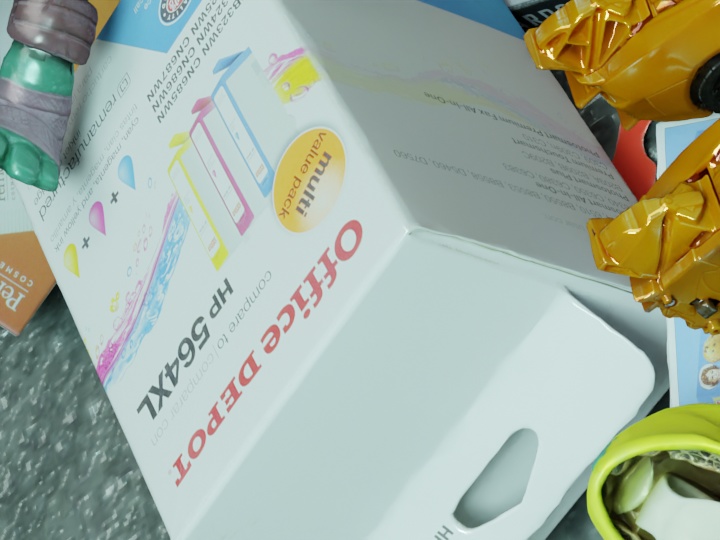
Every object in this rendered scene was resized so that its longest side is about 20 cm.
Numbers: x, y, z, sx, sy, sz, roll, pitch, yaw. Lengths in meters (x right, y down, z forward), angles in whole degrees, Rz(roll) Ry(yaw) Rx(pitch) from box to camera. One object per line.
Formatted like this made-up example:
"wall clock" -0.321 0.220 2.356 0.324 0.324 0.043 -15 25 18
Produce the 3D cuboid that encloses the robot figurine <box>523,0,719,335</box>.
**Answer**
"robot figurine" 0.134 -0.079 0.686 0.200 0.058 0.146 -42 47 31

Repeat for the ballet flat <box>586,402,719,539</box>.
"ballet flat" 0.136 0.097 0.666 0.199 0.067 0.067 33 99 26

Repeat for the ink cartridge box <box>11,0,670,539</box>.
"ink cartridge box" 0.000 0.000 0.826 0.129 0.125 0.200 -54 41 24

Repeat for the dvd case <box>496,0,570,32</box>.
"dvd case" 0.051 -0.169 0.963 0.150 0.025 0.201 -14 58 41

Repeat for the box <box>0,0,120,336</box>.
"box" -0.127 -0.100 0.999 0.201 0.124 0.097 -55 25 2

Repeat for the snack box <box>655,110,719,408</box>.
"snack box" 0.120 0.053 0.738 0.072 0.024 0.202 -9 78 39

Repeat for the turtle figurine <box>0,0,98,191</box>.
"turtle figurine" -0.093 -0.135 0.821 0.149 0.101 0.201 27 95 25

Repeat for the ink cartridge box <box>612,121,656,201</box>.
"ink cartridge box" 0.150 -0.058 0.802 0.199 0.047 0.161 -5 63 38
